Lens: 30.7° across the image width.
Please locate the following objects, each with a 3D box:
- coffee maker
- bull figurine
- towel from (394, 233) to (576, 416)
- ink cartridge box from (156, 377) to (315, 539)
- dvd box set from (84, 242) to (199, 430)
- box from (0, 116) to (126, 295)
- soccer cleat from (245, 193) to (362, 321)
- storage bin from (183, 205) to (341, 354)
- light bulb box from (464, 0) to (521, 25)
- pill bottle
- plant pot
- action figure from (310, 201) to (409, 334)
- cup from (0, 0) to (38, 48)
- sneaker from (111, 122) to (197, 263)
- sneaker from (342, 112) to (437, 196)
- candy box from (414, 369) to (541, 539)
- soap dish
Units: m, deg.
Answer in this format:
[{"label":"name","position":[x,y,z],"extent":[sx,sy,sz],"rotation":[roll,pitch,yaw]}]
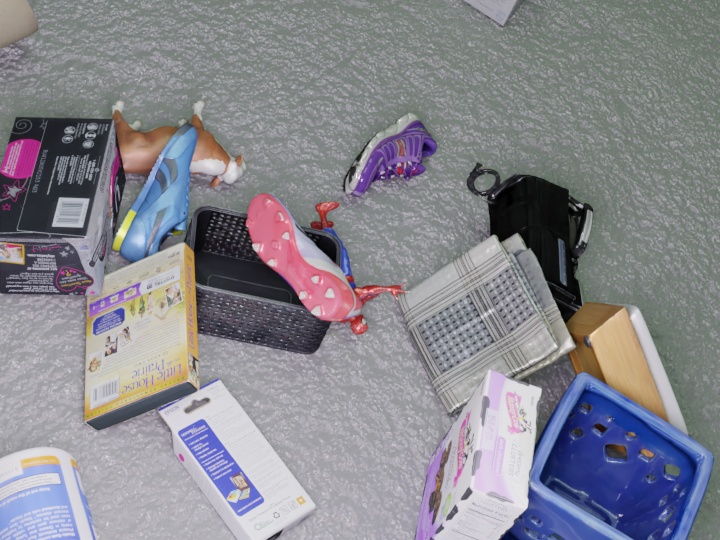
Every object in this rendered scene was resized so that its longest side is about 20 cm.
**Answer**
[{"label":"coffee maker","position":[0.228,-0.020,1.832],"extent":[0.190,0.135,0.201],"rotation":[13,50,-7]},{"label":"bull figurine","position":[-0.251,-0.172,1.790],"extent":[0.198,0.065,0.122],"rotation":[1,49,-25]},{"label":"towel","position":[0.161,0.065,1.713],"extent":[0.199,0.035,0.194],"rotation":[-30,59,11]},{"label":"ink cartridge box","position":[-0.148,0.226,1.528],"extent":[0.094,0.037,0.200],"rotation":[-26,69,-36]},{"label":"dvd box set","position":[-0.258,0.076,1.544],"extent":[0.029,0.145,0.201],"rotation":[47,27,-47]},{"label":"box","position":[-0.370,-0.079,1.609],"extent":[0.131,0.115,0.201],"rotation":[2,51,1]},{"label":"soccer cleat","position":[-0.072,-0.014,1.624],"extent":[0.200,0.067,0.076],"rotation":[51,20,27]},{"label":"storage bin","position":[-0.132,0.013,1.671],"extent":[0.198,0.094,0.136],"rotation":[13,48,-15]},{"label":"light bulb box","position":[0.272,-0.568,2.249],"extent":[0.124,0.201,0.199],"rotation":[33,47,5]},{"label":"pill bottle","position":[-0.323,0.294,1.344],"extent":[0.111,0.112,0.201],"rotation":[-6,56,-27]},{"label":"plant pot","position":[0.278,0.279,1.570],"extent":[0.199,0.180,0.200],"rotation":[32,46,4]},{"label":"action figure","position":[0.000,0.000,1.755],"extent":[0.098,0.066,0.201],"rotation":[-3,54,-14]},{"label":"cup","position":[-0.550,-0.364,1.752],"extent":[0.143,0.201,0.200],"rotation":[-39,72,-13]},{"label":"sneaker","position":[-0.247,-0.094,1.698],"extent":[0.078,0.066,0.201],"rotation":[25,71,-2]},{"label":"sneaker","position":[0.050,-0.161,1.905],"extent":[0.083,0.081,0.200],"rotation":[43,48,7]},{"label":"candy box","position":[0.133,0.243,1.523],"extent":[0.071,0.201,0.169],"rotation":[21,47,-6]},{"label":"soap dish","position":[0.335,0.143,1.689],"extent":[0.081,0.157,0.202],"rotation":[-22,94,-8]}]
